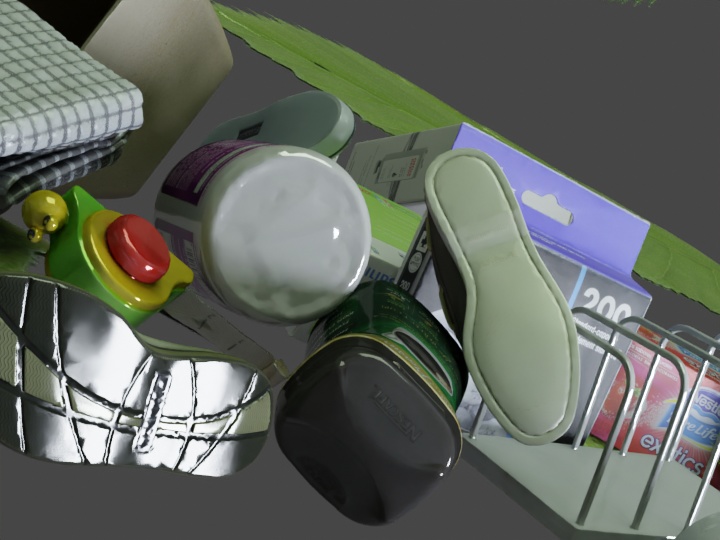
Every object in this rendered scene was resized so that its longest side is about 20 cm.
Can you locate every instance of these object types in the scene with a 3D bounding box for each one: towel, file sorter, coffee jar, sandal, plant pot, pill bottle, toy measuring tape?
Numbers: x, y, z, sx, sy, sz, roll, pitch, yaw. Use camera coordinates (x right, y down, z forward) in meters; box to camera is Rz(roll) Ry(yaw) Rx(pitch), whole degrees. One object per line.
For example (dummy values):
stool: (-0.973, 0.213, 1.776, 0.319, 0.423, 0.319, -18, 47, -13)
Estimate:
towel: (-0.251, -0.107, 0.973, 0.200, 0.086, 0.166, 35, 32, 19)
file sorter: (0.193, 0.103, 1.085, 0.200, 0.125, 0.139, 10, 14, -33)
coffee jar: (0.010, 0.075, 0.967, 0.104, 0.085, 0.200, 46, 11, -4)
sandal: (-0.125, 0.056, 0.787, 0.057, 0.080, 0.201, 20, -6, 42)
plant pot: (-0.212, -0.162, 1.171, 0.200, 0.200, 0.177, 39, 2, 31)
pill bottle: (-0.074, -0.030, 1.073, 0.112, 0.112, 0.200, 27, -3, -20)
toy measuring tape: (-0.118, 0.025, 0.940, 0.200, 0.074, 0.074, 42, 6, -27)

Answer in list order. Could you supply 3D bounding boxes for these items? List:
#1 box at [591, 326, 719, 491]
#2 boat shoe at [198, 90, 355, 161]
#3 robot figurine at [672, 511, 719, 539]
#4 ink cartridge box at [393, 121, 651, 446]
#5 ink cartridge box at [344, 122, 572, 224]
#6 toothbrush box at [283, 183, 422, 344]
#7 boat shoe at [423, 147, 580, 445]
box: (0.273, 0.120, 1.420, 0.200, 0.096, 0.100, 29, 12, -12)
boat shoe: (-0.055, -0.092, 1.390, 0.086, 0.075, 0.202, 38, -30, -29)
robot figurine: (0.223, 0.205, 0.919, 0.170, 0.113, 0.200, 22, 12, 1)
ink cartridge box: (0.113, 0.024, 1.165, 0.198, 0.200, 0.043, 24, -1, -32)
ink cartridge box: (0.089, -0.066, 1.550, 0.146, 0.083, 0.200, 26, -15, -28)
toothbrush box: (0.000, 0.000, 1.250, 0.146, 0.086, 0.200, 25, 13, -27)
boat shoe: (0.089, 0.021, 1.039, 0.060, 0.072, 0.202, 88, -14, -68)
